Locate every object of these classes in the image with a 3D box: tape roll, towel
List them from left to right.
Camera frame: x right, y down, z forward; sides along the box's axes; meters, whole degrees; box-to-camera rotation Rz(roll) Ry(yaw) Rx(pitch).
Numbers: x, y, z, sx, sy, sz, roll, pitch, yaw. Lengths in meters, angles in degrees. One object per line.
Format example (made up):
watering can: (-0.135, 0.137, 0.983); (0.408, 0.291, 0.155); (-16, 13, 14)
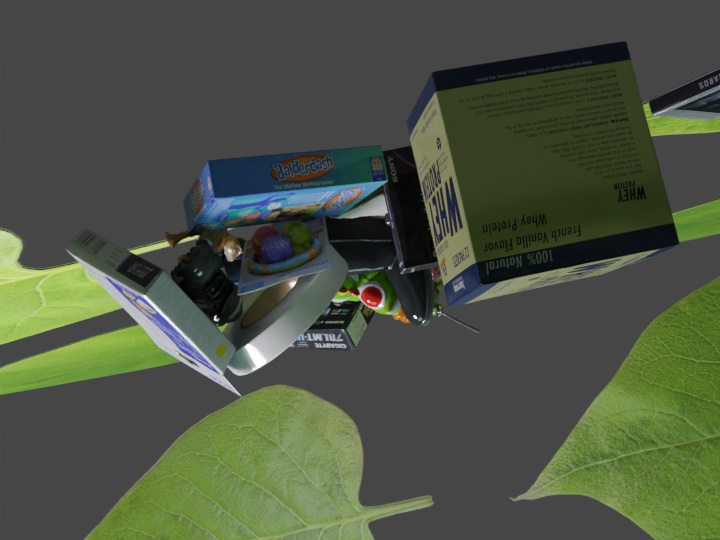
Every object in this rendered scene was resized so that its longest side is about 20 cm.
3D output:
tape roll: (-0.101, 0.046, 1.101); (0.202, 0.037, 0.203); (-39, -163, 14)
towel: (0.062, -0.107, 1.156); (0.132, 0.035, 0.199); (-5, 169, -40)

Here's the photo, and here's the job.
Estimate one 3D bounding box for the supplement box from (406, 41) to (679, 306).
supplement box: (0.169, -0.089, 0.851); (0.198, 0.202, 0.134); (-11, 171, -9)

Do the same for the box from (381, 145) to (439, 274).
box: (0.128, -0.085, 1.018); (0.198, 0.144, 0.036); (-12, 170, -5)

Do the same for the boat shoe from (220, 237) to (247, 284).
boat shoe: (-0.180, -0.017, 1.299); (0.199, 0.069, 0.084); (-12, -175, -35)

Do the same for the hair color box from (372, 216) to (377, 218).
hair color box: (-0.050, -0.008, 1.397); (0.198, 0.061, 0.099); (-15, 129, 16)

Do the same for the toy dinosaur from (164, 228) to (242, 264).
toy dinosaur: (-0.200, -0.046, 1.150); (0.105, 0.061, 0.200); (-25, 175, -5)

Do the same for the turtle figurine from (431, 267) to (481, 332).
turtle figurine: (0.136, 0.009, 1.687); (0.192, 0.201, 0.145); (-4, 135, -23)

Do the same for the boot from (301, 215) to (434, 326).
boot: (0.000, -0.001, 1.232); (0.198, 0.167, 0.066); (1, 163, -26)

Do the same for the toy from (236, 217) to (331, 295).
toy: (-0.099, -0.037, 1.085); (0.114, 0.048, 0.200); (-17, -162, 2)

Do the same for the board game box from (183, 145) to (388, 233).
board game box: (-0.088, -0.091, 0.989); (0.198, 0.045, 0.152); (-8, 172, -24)

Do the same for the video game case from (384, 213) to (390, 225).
video game case: (0.150, -0.067, 1.214); (0.142, 0.019, 0.199); (-20, 155, 37)

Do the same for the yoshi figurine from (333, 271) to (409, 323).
yoshi figurine: (-0.001, 0.010, 1.325); (0.198, 0.114, 0.112); (15, 165, -24)

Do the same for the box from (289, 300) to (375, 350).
box: (-0.060, 0.049, 1.464); (0.198, 0.050, 0.199); (-3, -144, 32)

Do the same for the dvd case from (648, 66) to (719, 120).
dvd case: (0.459, -0.223, 1.011); (0.149, 0.025, 0.199); (-6, 170, -42)

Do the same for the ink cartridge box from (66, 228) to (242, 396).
ink cartridge box: (-0.236, 0.049, 1.040); (0.197, 0.047, 0.200); (20, 155, 44)

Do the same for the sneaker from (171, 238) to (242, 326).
sneaker: (-0.179, 0.022, 1.061); (0.067, 0.090, 0.200); (-54, -179, -19)
